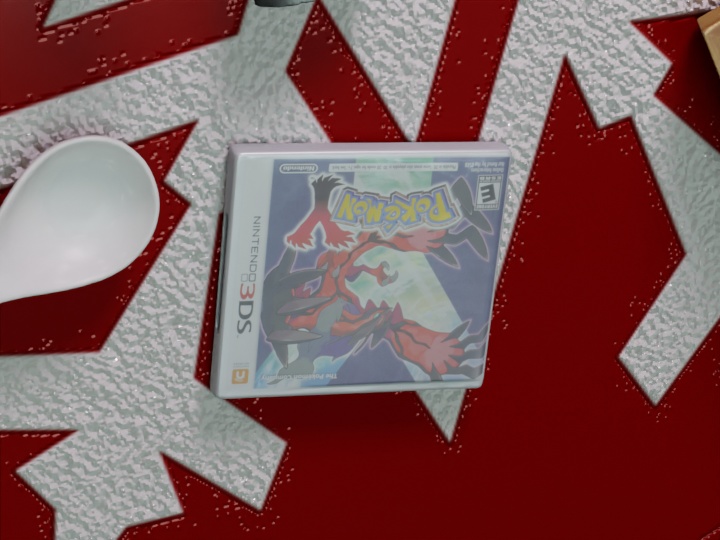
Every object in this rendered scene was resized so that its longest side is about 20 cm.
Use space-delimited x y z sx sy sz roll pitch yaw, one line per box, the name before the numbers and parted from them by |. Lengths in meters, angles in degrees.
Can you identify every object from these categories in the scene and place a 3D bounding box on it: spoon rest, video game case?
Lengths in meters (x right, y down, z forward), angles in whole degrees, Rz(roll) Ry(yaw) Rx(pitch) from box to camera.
spoon rest | -0.222 -0.015 1.496 0.200 0.061 0.100 -29 119 -5
video game case | 0.000 0.000 1.601 0.199 0.023 0.183 -2 113 -19

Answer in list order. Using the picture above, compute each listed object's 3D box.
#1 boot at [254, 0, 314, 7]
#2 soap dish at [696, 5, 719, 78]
boot | -0.073 -0.259 1.446 0.164 0.066 0.200 -15 121 -10
soap dish | 0.332 -0.129 1.627 0.157 0.081 0.200 -30 118 -5
